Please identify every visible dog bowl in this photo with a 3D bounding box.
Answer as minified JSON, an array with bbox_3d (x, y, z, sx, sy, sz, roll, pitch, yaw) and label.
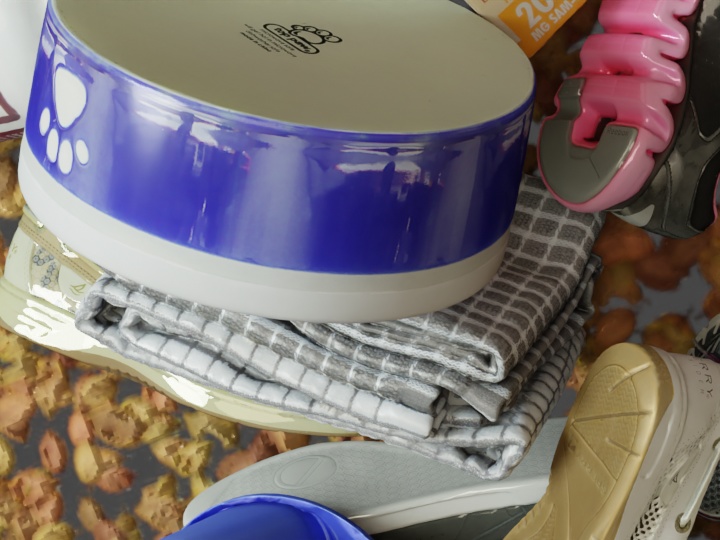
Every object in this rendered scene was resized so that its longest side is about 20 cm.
[{"bbox_3d":[-0.032,-0.059,1.009,0.199,0.200,0.079,18,116,12],"label":"dog bowl"}]

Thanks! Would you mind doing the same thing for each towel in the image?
[{"bbox_3d":[0.000,0.000,1.087,0.199,0.166,0.086,19,114,12],"label":"towel"}]

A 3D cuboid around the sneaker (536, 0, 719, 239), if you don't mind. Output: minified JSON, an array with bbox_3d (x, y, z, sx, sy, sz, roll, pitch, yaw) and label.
[{"bbox_3d":[0.152,-0.104,1.106,0.095,0.079,0.201,29,83,-34],"label":"sneaker"}]

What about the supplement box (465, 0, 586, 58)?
[{"bbox_3d":[0.044,-0.196,1.031,0.126,0.200,0.074,-44,40,9],"label":"supplement box"}]

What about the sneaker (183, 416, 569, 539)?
[{"bbox_3d":[0.025,0.129,1.126,0.199,0.071,0.100,-8,117,4],"label":"sneaker"}]

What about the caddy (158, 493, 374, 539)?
[{"bbox_3d":[-0.058,0.189,1.068,0.141,0.105,0.200,43,113,17],"label":"caddy"}]

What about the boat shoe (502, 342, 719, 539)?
[{"bbox_3d":[0.105,0.120,1.056,0.069,0.071,0.201,6,125,-28],"label":"boat shoe"}]

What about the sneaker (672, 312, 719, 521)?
[{"bbox_3d":[0.178,0.043,1.066,0.080,0.075,0.200,33,138,8],"label":"sneaker"}]

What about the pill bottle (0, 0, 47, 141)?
[{"bbox_3d":[-0.178,-0.111,1.147,0.199,0.110,0.110,-11,91,21],"label":"pill bottle"}]

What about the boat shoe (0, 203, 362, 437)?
[{"bbox_3d":[-0.074,0.024,1.160,0.199,0.073,0.063,18,100,10],"label":"boat shoe"}]
